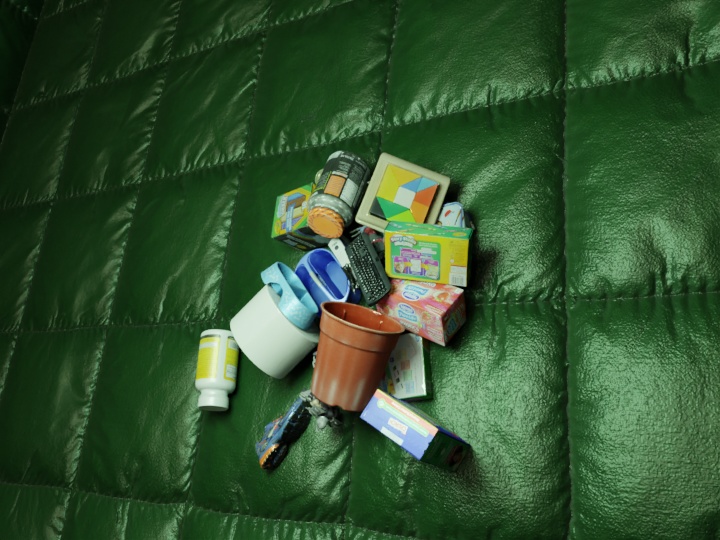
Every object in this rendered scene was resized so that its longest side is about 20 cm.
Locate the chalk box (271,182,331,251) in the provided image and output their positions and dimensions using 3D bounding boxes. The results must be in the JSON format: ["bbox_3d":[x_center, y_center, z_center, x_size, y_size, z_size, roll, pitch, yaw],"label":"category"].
[{"bbox_3d":[-0.157,-0.137,1.809,0.198,0.124,0.127,-11,65,44],"label":"chalk box"}]

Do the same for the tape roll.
[{"bbox_3d":[-0.213,0.151,1.695,0.139,0.202,0.204,-43,55,9],"label":"tape roll"}]

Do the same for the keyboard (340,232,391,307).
[{"bbox_3d":[0.000,0.000,1.577,0.104,0.039,0.202,-44,43,20],"label":"keyboard"}]

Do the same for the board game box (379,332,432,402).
[{"bbox_3d":[0.069,0.237,1.583,0.196,0.040,0.156,-14,64,27],"label":"board game box"}]

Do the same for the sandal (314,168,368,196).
[{"bbox_3d":[-0.059,-0.239,1.843,0.198,0.057,0.081,19,81,36],"label":"sandal"}]

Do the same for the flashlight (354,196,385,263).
[{"bbox_3d":[0.023,-0.110,1.736,0.067,0.068,0.203,-33,58,17],"label":"flashlight"}]

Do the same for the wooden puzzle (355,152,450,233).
[{"bbox_3d":[0.104,-0.173,1.597,0.182,0.037,0.203,21,72,5],"label":"wooden puzzle"}]

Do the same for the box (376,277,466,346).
[{"bbox_3d":[0.138,0.079,1.550,0.198,0.097,0.100,21,50,36],"label":"box"}]

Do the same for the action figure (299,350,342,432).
[{"bbox_3d":[-0.091,0.298,1.612,0.068,0.131,0.203,-15,48,20],"label":"action figure"}]

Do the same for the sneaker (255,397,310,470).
[{"bbox_3d":[-0.200,0.395,1.669,0.201,0.075,0.078,-52,51,1],"label":"sneaker"}]

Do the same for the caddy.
[{"bbox_3d":[-0.091,0.037,1.722,0.142,0.105,0.201,-46,55,8],"label":"caddy"}]

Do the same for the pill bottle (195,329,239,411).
[{"bbox_3d":[-0.389,0.271,1.810,0.109,0.111,0.204,-10,65,28],"label":"pill bottle"}]

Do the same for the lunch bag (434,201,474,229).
[{"bbox_3d":[0.180,-0.079,1.623,0.196,0.075,0.164,-12,61,27],"label":"lunch bag"}]

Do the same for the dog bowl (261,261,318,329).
[{"bbox_3d":[-0.172,0.057,1.663,0.050,0.111,0.201,-45,55,12],"label":"dog bowl"}]

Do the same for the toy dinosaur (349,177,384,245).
[{"bbox_3d":[0.069,-0.144,1.672,0.197,0.105,0.184,-18,76,-24],"label":"toy dinosaur"}]

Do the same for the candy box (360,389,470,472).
[{"bbox_3d":[0.119,0.340,1.412,0.168,0.199,0.078,29,86,36],"label":"candy box"}]

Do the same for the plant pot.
[{"bbox_3d":[-0.020,0.196,1.508,0.198,0.199,0.199,23,102,36],"label":"plant pot"}]

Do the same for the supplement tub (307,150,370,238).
[{"bbox_3d":[-0.058,-0.191,1.692,0.120,0.123,0.203,1,55,31],"label":"supplement tub"}]

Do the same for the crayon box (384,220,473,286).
[{"bbox_3d":[0.154,-0.040,1.521,0.196,0.121,0.058,7,30,17],"label":"crayon box"}]

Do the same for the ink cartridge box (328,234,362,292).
[{"bbox_3d":[-0.021,-0.020,1.707,0.039,0.099,0.201,-39,55,11],"label":"ink cartridge box"}]
